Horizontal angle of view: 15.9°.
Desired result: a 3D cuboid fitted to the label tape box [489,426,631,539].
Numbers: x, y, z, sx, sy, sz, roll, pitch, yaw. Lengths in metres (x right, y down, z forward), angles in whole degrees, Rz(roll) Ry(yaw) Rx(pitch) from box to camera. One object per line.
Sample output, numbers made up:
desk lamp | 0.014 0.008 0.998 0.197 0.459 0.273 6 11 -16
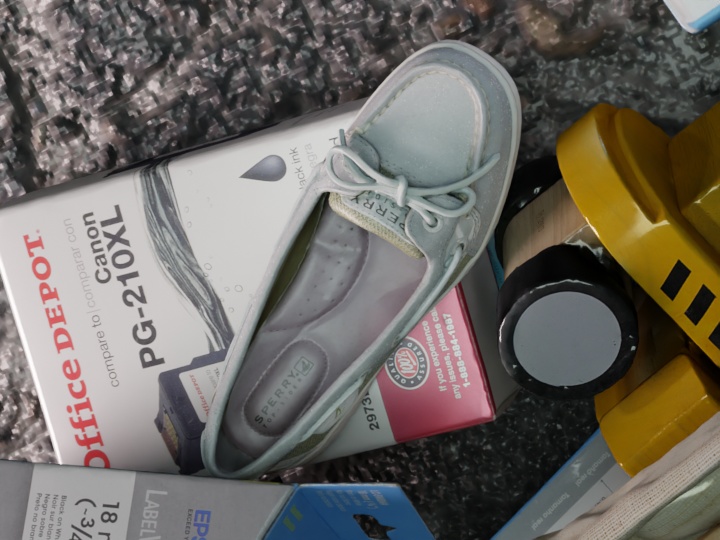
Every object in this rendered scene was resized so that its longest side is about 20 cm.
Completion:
label tape box | 0.135 0.183 1.127 0.143 0.066 0.200 -46 70 12

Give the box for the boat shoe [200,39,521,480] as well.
boat shoe | -0.002 0.000 1.044 0.074 0.065 0.202 35 104 4

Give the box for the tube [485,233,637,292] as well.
tube | 0.128 -0.023 1.136 0.200 0.050 0.077 -19 88 17

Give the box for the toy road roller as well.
toy road roller | 0.154 0.013 1.057 0.146 0.123 0.200 -39 109 20

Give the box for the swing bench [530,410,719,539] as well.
swing bench | 0.189 0.128 0.966 0.199 0.130 0.200 -39 88 23

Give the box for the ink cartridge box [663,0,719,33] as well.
ink cartridge box | 0.154 -0.197 1.022 0.147 0.200 0.146 -34 92 11

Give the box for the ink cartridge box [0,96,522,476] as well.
ink cartridge box | -0.046 0.013 1.133 0.200 0.084 0.145 -15 96 15

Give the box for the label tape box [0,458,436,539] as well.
label tape box | -0.073 0.128 1.070 0.200 0.144 0.063 3 72 13
